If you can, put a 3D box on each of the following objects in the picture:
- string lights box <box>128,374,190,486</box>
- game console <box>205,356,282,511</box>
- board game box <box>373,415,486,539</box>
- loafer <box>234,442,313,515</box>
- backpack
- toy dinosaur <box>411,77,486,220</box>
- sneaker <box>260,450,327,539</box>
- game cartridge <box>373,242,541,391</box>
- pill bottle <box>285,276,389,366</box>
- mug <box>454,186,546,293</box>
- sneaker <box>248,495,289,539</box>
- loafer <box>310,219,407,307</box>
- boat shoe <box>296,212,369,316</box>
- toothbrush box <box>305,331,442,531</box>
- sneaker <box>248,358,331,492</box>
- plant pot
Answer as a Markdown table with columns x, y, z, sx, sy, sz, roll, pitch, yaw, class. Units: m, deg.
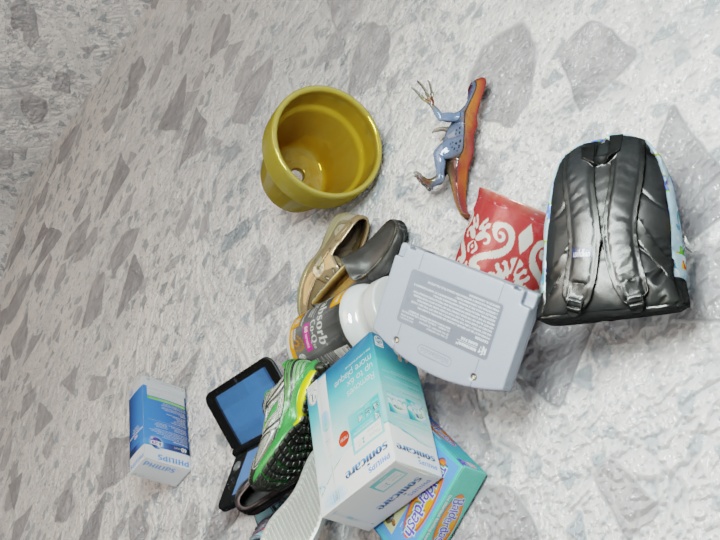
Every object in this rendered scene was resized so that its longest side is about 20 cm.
| x | y | z | sx | sy | sz | roll | pitch | yaw | class |
| --- | --- | --- | --- | --- | --- | --- | --- | --- | --- |
| -0.391 | 0.309 | 1.718 | 0.059 | 0.102 | 0.201 | -46 | 37 | 26 | string lights box |
| -0.186 | 0.267 | 1.430 | 0.199 | 0.118 | 0.172 | -35 | 26 | 39 | game console |
| 0.062 | 0.270 | 1.152 | 0.153 | 0.045 | 0.200 | -60 | 32 | 7 | board game box |
| -0.103 | 0.286 | 1.301 | 0.200 | 0.072 | 0.063 | -42 | -9 | -7 | loafer |
| 0.274 | -0.046 | 0.965 | 0.162 | 0.153 | 0.203 | -10 | 80 | 29 | backpack |
| 0.154 | -0.197 | 1.331 | 0.200 | 0.105 | 0.182 | 43 | 93 | 18 | toy dinosaur |
| -0.072 | 0.346 | 1.242 | 0.073 | 0.082 | 0.201 | 20 | 59 | 25 | sneaker |
| 0.108 | 0.059 | 1.038 | 0.199 | 0.040 | 0.135 | 24 | 95 | 38 | game cartridge |
| -0.011 | 0.087 | 1.308 | 0.199 | 0.116 | 0.118 | -30 | 47 | 42 | pill bottle |
| 0.177 | 0.017 | 1.114 | 0.132 | 0.177 | 0.202 | 25 | 95 | 20 | mug |
| -0.123 | 0.387 | 1.293 | 0.080 | 0.095 | 0.200 | -59 | 33 | 7 | sneaker |
| 0.000 | 0.000 | 1.388 | 0.201 | 0.072 | 0.073 | -56 | 33 | 13 | loafer |
| -0.044 | -0.003 | 1.455 | 0.064 | 0.071 | 0.202 | 8 | 75 | 57 | boat shoe |
| 0.012 | 0.208 | 1.146 | 0.146 | 0.085 | 0.201 | -43 | 39 | 30 | toothbrush box |
| -0.109 | 0.221 | 1.270 | 0.084 | 0.078 | 0.202 | 11 | 66 | 35 | sneaker |
| -0.088 | -0.192 | 1.545 | 0.189 | 0.199 | 0.203 | 149 | 136 | -63 | plant pot |
